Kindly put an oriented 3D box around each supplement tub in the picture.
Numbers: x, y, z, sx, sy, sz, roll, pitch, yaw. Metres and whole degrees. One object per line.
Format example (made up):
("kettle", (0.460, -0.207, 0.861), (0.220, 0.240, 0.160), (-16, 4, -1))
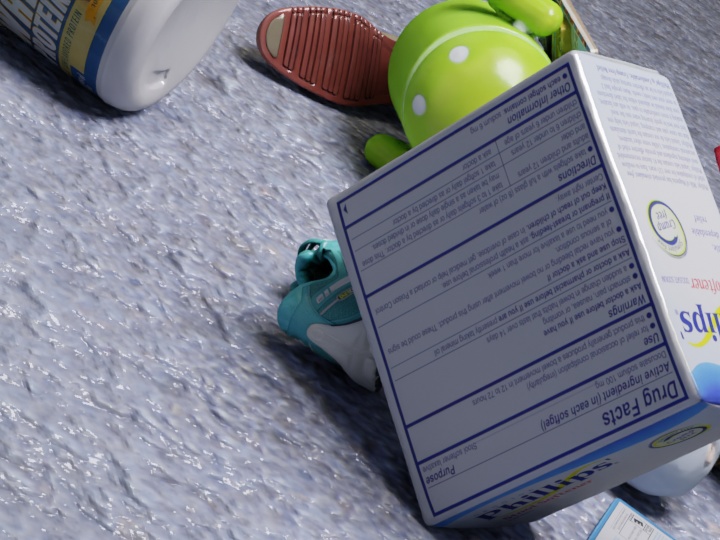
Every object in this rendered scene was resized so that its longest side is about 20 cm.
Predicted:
("supplement tub", (-0.187, -0.214, 1.350), (0.200, 0.145, 0.145), (36, 21, 9))

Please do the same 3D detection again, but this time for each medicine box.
("medicine box", (0.102, 0.015, 1.115), (0.103, 0.182, 0.201), (4, 63, -51))

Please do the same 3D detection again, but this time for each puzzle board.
("puzzle board", (0.151, -0.100, 1.540), (0.017, 0.201, 0.151), (-4, 29, -5))

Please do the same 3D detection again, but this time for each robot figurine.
("robot figurine", (0.082, -0.130, 1.508), (0.115, 0.176, 0.200), (31, 14, -15))

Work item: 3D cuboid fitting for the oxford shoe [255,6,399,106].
("oxford shoe", (-0.008, -0.163, 1.629), (0.199, 0.071, 0.075), (14, 1, -36))

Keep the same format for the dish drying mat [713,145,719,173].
("dish drying mat", (0.277, 0.016, 1.363), (0.077, 0.018, 0.201), (25, 48, -58))

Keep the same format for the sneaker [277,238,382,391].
("sneaker", (0.000, 0.000, 1.252), (0.079, 0.078, 0.200), (23, 21, 1))

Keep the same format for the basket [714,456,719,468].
("basket", (0.245, 0.070, 1.455), (0.143, 0.148, 0.200), (67, 23, -3))

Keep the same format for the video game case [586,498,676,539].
("video game case", (0.205, 0.213, 1.147), (0.200, 0.018, 0.143), (36, 21, 9))

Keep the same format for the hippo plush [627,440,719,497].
("hippo plush", (0.158, 0.059, 1.303), (0.161, 0.159, 0.200), (57, 29, -22))
